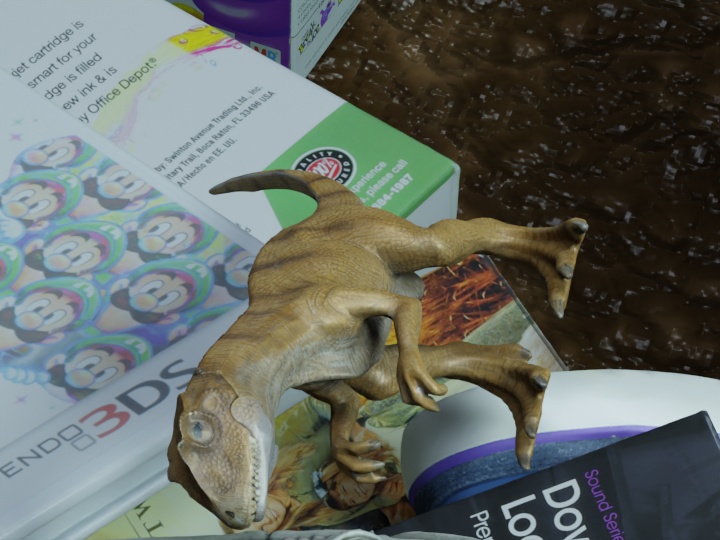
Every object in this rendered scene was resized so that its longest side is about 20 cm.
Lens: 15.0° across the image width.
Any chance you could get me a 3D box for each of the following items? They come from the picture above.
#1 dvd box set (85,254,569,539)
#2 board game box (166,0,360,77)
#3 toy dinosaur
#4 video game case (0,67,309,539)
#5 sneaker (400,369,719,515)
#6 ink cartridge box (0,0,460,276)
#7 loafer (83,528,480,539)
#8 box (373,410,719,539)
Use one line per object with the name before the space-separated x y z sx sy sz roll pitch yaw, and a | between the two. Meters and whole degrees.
dvd box set | -0.007 0.094 0.755 0.200 0.029 0.147 -26 73 -28
board game box | -0.047 -0.182 0.974 0.103 0.200 0.105 19 47 16
toy dinosaur | 0.000 0.000 0.692 0.106 0.061 0.200 13 22 3
video game case | -0.131 0.013 0.767 0.182 0.024 0.200 -32 48 -32
sneaker | 0.104 0.115 0.715 0.199 0.081 0.147 14 57 -15
ink cartridge box | -0.090 -0.013 0.886 0.200 0.084 0.145 30 53 24
loafer | -0.007 0.083 0.609 0.199 0.070 0.070 2 50 20
box | 0.015 0.125 0.637 0.199 0.036 0.143 -20 47 -2
